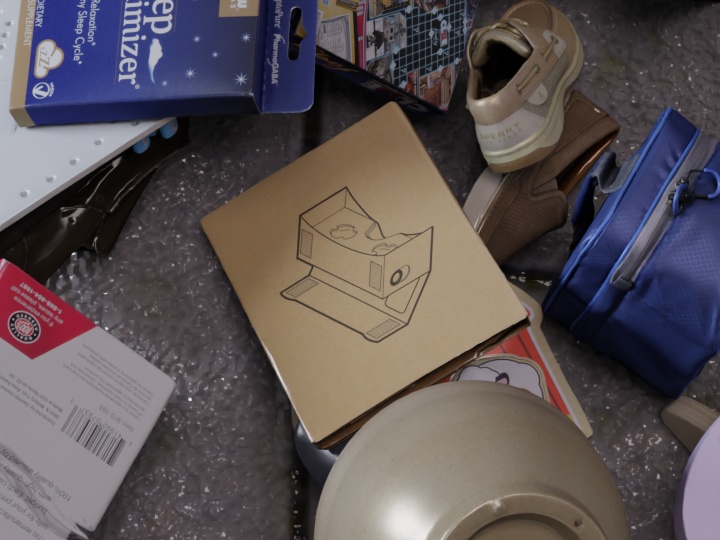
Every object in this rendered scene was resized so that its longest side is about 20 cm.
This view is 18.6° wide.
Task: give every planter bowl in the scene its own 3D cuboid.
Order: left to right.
[{"bbox_3d":[0.081,0.179,1.342,0.199,0.135,0.202,-2,99,-12],"label":"planter bowl"}]

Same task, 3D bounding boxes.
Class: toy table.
[{"bbox_3d":[0.279,0.146,1.470,0.199,0.117,0.184,-26,76,-17],"label":"toy table"}]

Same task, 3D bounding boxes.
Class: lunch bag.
[{"bbox_3d":[0.201,-0.015,1.471,0.132,0.200,0.136,31,71,5],"label":"lunch bag"}]

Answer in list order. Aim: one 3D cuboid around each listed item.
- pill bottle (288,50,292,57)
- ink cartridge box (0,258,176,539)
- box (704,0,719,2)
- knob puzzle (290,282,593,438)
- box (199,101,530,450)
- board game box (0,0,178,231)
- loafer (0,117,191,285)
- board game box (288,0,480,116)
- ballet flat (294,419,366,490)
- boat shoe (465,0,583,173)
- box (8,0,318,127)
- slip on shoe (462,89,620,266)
[{"bbox_3d":[-0.068,-0.227,1.551,0.111,0.111,0.201,28,69,2],"label":"pill bottle"},{"bbox_3d":[-0.232,0.118,1.392,0.145,0.083,0.201,38,67,-22],"label":"ink cartridge box"},{"bbox_3d":[0.210,-0.297,1.601,0.201,0.079,0.141,57,29,12],"label":"box"},{"bbox_3d":[0.041,0.063,1.509,0.218,0.030,0.221,3,70,-7],"label":"knob puzzle"},{"bbox_3d":[0.000,0.000,1.470,0.163,0.021,0.201,-31,57,3],"label":"box"},{"bbox_3d":[-0.252,-0.100,1.479,0.200,0.026,0.200,-35,53,-18],"label":"board game box"},{"bbox_3d":[-0.190,-0.044,1.498,0.200,0.073,0.072,-39,115,-22],"label":"loafer"},{"bbox_3d":[0.027,-0.225,1.526,0.135,0.035,0.201,25,75,-30],"label":"board game box"},{"bbox_3d":[0.043,0.155,1.438,0.200,0.073,0.073,42,69,-4],"label":"ballet flat"},{"bbox_3d":[0.108,-0.145,1.527,0.072,0.065,0.200,-19,29,23],"label":"boat shoe"},{"bbox_3d":[-0.128,-0.158,1.447,0.199,0.032,0.122,-2,65,9],"label":"box"},{"bbox_3d":[0.116,-0.048,1.530,0.060,0.076,0.200,27,54,11],"label":"slip on shoe"}]
